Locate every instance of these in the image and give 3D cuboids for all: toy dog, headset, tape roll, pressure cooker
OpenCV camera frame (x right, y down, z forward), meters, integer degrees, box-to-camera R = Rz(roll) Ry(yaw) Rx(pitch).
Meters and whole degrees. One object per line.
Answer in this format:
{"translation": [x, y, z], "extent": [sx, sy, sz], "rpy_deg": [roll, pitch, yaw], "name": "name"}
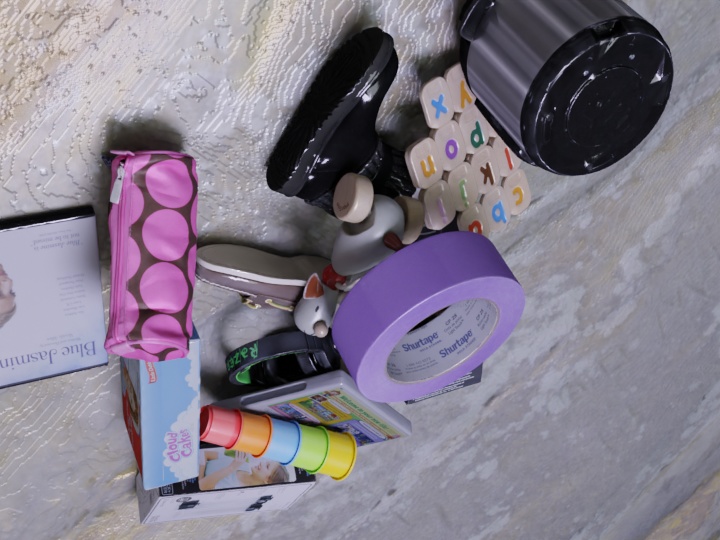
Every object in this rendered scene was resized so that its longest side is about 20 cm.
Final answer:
{"translation": [0.000, 0.000, 1.077], "extent": [0.130, 0.097, 0.202], "rpy_deg": [-3, 128, -17], "name": "toy dog"}
{"translation": [-0.063, 0.115, 1.205], "extent": [0.198, 0.095, 0.123], "rpy_deg": [1, 156, -44], "name": "headset"}
{"translation": [0.072, 0.052, 1.074], "extent": [0.198, 0.066, 0.201], "rpy_deg": [-22, 148, -15], "name": "tape roll"}
{"translation": [0.200, -0.216, 1.051], "extent": [0.177, 0.201, 0.177], "rpy_deg": [-28, 138, -5], "name": "pressure cooker"}

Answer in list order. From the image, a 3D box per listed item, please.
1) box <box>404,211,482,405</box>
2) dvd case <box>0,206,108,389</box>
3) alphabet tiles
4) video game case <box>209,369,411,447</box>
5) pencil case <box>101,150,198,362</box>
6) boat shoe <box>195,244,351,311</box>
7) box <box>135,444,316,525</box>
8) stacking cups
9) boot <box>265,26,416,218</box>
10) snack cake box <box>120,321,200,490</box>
{"translation": [0.081, 0.039, 1.233], "extent": [0.105, 0.123, 0.202], "rpy_deg": [-14, 129, -19], "name": "box"}
{"translation": [-0.337, 0.033, 1.060], "extent": [0.141, 0.018, 0.202], "rpy_deg": [-12, 129, -23], "name": "dvd case"}
{"translation": [0.127, -0.134, 1.135], "extent": [0.199, 0.014, 0.198], "rpy_deg": [-37, 119, -32], "name": "alphabet tiles"}
{"translation": [-0.057, 0.182, 1.255], "extent": [0.180, 0.022, 0.200], "rpy_deg": [-16, 148, 21], "name": "video game case"}
{"translation": [-0.206, -0.014, 0.989], "extent": [0.089, 0.203, 0.094], "rpy_deg": [-4, 173, 20], "name": "pencil case"}
{"translation": [-0.101, 0.015, 1.148], "extent": [0.198, 0.072, 0.060], "rpy_deg": [7, 118, -40], "name": "boat shoe"}
{"translation": [-0.166, 0.258, 1.264], "extent": [0.197, 0.061, 0.117], "rpy_deg": [0, 152, -24], "name": "box"}
{"translation": [-0.098, 0.193, 1.201], "extent": [0.198, 0.061, 0.061], "rpy_deg": [24, 111, -31], "name": "stacking cups"}
{"translation": [0.013, -0.140, 1.084], "extent": [0.156, 0.080, 0.212], "rpy_deg": [21, 122, -32], "name": "boot"}
{"translation": [-0.221, 0.124, 1.129], "extent": [0.066, 0.115, 0.202], "rpy_deg": [-10, 129, -22], "name": "snack cake box"}
